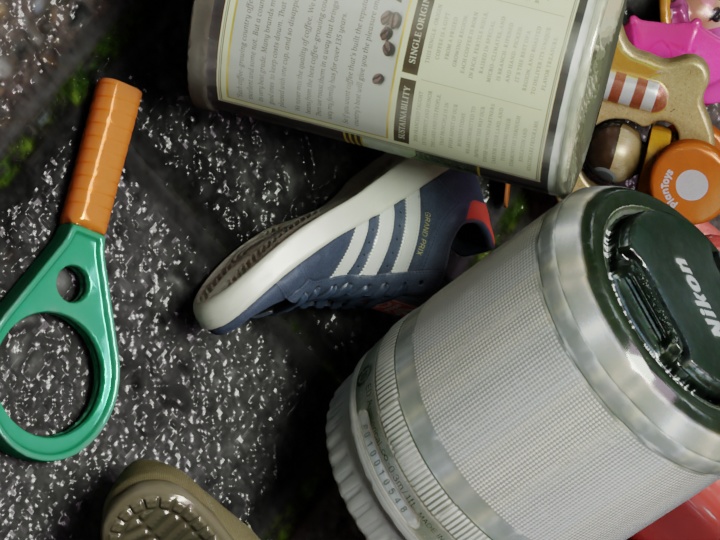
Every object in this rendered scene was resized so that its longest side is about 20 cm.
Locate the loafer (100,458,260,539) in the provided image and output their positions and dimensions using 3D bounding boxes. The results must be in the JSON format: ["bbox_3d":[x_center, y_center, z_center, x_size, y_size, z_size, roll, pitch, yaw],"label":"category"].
[{"bbox_3d":[-0.066,0.167,1.467,0.076,0.068,0.200,-25,123,7],"label":"loafer"}]

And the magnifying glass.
[{"bbox_3d":[-0.146,-0.001,1.458,0.079,0.022,0.201,22,72,-33],"label":"magnifying glass"}]

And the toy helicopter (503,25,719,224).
[{"bbox_3d":[0.127,-0.109,1.600,0.079,0.132,0.201,-61,137,-75],"label":"toy helicopter"}]

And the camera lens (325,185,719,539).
[{"bbox_3d":[0.100,0.065,1.461,0.160,0.200,0.160,33,36,-29],"label":"camera lens"}]

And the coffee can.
[{"bbox_3d":[0.027,-0.130,1.463,0.199,0.146,0.147,15,72,8],"label":"coffee can"}]

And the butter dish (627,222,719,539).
[{"bbox_3d":[0.198,0.067,1.584,0.199,0.148,0.200,45,68,4],"label":"butter dish"}]

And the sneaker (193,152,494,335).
[{"bbox_3d":[0.000,0.000,1.532,0.200,0.075,0.085,-33,100,-34],"label":"sneaker"}]

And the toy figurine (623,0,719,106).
[{"bbox_3d":[0.186,-0.184,1.679,0.200,0.150,0.185,-27,117,-61],"label":"toy figurine"}]
